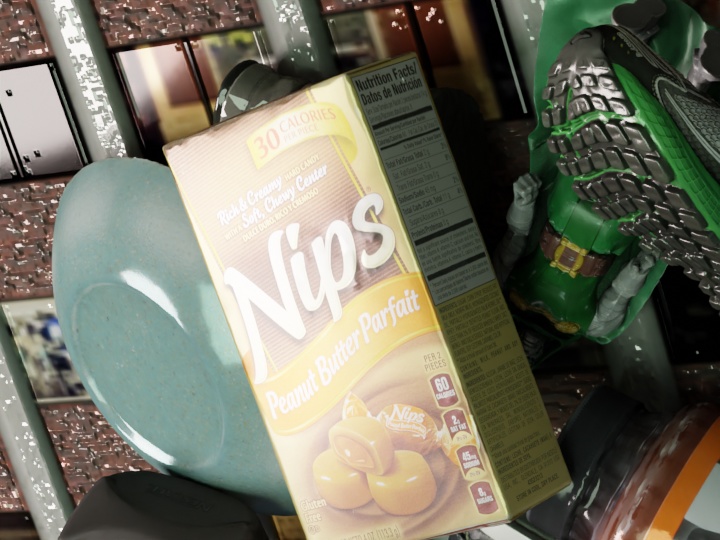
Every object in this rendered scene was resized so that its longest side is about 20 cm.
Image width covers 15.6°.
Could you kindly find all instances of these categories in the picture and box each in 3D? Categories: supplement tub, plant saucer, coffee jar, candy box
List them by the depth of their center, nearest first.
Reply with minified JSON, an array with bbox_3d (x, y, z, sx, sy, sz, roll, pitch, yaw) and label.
[{"bbox_3d":[0.002,0.018,1.143,0.115,0.055,0.200,-19,93,39],"label":"candy box"},{"bbox_3d":[0.174,0.127,1.148,0.200,0.107,0.107,29,127,14],"label":"supplement tub"},{"bbox_3d":[-0.091,0.042,1.271,0.201,0.039,0.201,30,139,31],"label":"plant saucer"},{"bbox_3d":[-0.085,0.188,1.314,0.104,0.085,0.200,15,142,24],"label":"coffee jar"}]

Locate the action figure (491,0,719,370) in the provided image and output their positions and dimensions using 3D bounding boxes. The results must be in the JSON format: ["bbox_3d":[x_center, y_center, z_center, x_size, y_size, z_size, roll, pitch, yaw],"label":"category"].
[{"bbox_3d":[0.103,-0.029,1.143,0.118,0.055,0.200,30,131,11],"label":"action figure"}]

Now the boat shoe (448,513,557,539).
[{"bbox_3d":[0.127,0.163,1.222,0.200,0.076,0.060,36,129,24],"label":"boat shoe"}]

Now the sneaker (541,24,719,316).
[{"bbox_3d":[0.150,-0.038,1.059,0.200,0.085,0.078,39,167,-32],"label":"sneaker"}]

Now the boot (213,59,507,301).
[{"bbox_3d":[0.000,0.000,1.220,0.130,0.068,0.200,8,114,36],"label":"boot"}]
